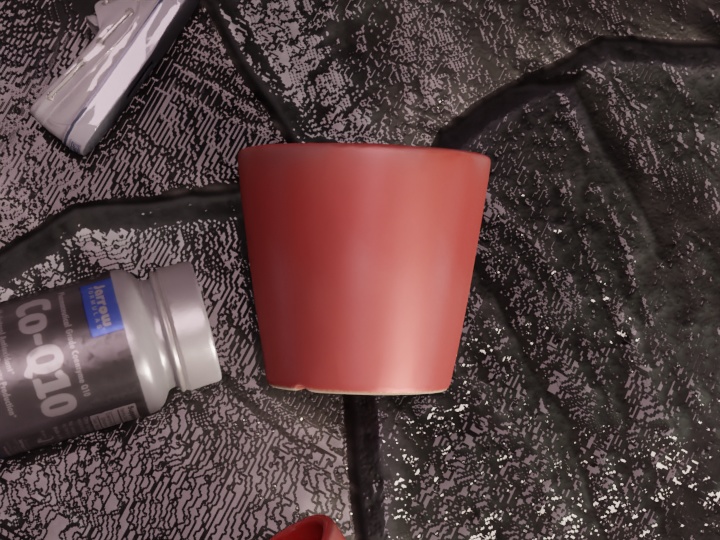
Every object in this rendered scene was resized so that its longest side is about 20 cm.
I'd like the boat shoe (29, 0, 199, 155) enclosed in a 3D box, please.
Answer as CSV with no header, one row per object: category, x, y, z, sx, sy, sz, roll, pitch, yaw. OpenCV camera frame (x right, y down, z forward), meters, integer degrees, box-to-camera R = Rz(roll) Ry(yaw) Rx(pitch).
boat shoe,-0.191,-0.191,1.161,0.065,0.074,0.201,34,77,-2

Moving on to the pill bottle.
pill bottle,-0.212,0.065,1.089,0.198,0.114,0.115,-17,81,-8

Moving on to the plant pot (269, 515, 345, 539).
plant pot,-0.039,0.307,1.021,0.200,0.200,0.178,-41,96,-11

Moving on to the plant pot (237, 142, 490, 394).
plant pot,0.000,0.000,1.091,0.198,0.200,0.180,2,89,-5
